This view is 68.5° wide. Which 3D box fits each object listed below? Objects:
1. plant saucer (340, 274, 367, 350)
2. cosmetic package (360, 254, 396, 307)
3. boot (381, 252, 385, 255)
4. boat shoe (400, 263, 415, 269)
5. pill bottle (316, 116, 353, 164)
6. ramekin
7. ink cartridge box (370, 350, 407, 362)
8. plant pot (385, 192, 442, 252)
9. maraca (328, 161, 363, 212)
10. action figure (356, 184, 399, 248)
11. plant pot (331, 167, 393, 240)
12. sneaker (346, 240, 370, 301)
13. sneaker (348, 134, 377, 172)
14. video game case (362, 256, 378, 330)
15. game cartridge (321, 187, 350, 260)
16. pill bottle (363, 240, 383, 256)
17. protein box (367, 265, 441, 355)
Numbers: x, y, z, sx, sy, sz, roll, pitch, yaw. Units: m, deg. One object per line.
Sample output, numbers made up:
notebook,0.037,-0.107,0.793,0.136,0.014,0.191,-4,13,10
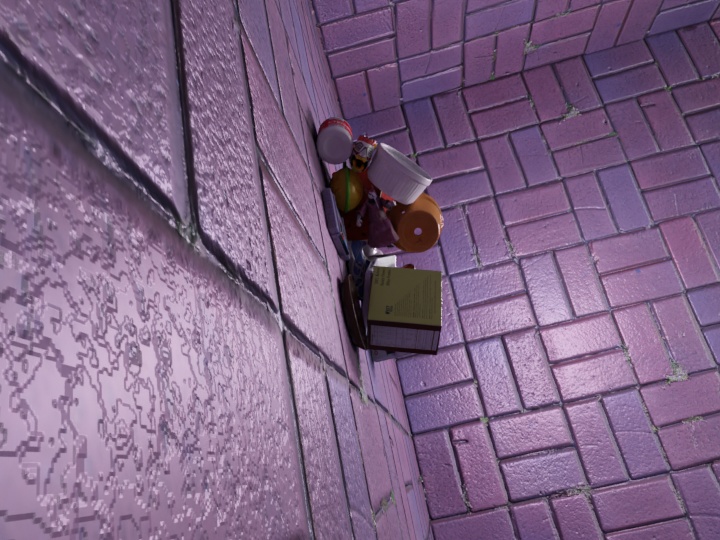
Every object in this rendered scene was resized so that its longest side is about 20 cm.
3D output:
plant saucer,-0.018,0.112,1.379,0.200,0.032,0.204,-13,90,-87
cosmetic package,0.060,0.053,1.771,0.112,0.080,0.204,-13,102,-45
boot,0.056,0.014,2.044,0.211,0.078,0.160,18,-55,67
boat shoe,0.115,0.037,1.715,0.071,0.200,0.063,28,-36,30
pill bottle,-0.079,-0.411,1.647,0.201,0.110,0.114,-95,171,-62
ramekin,0.113,-0.293,1.633,0.198,0.106,0.201,31,19,-12
ink cartridge box,0.124,0.225,1.844,0.083,0.197,0.148,51,25,-74
plant pot,0.179,-0.144,1.713,0.140,0.197,0.203,-96,172,-72
maraca,-0.047,-0.262,1.652,0.201,0.105,0.139,-99,-166,-58
action figure,0.060,-0.171,1.642,0.149,0.132,0.203,-63,140,-69
plant pot,0.008,-0.215,1.819,0.202,0.196,0.178,73,17,-45
sneaker,0.000,0.000,1.686,0.076,0.076,0.203,-93,171,-78
sneaker,-0.007,-0.344,1.633,0.200,0.077,0.083,127,-14,-79
video game case,0.028,0.078,1.621,0.182,0.023,0.204,-63,159,-73
game cartridge,-0.065,-0.124,1.489,0.201,0.038,0.131,69,5,-64
pill bottle,0.032,-0.010,1.878,0.120,0.118,0.203,-94,169,-68
protein box,0.124,0.111,1.486,0.136,0.196,0.201,90,6,-47
